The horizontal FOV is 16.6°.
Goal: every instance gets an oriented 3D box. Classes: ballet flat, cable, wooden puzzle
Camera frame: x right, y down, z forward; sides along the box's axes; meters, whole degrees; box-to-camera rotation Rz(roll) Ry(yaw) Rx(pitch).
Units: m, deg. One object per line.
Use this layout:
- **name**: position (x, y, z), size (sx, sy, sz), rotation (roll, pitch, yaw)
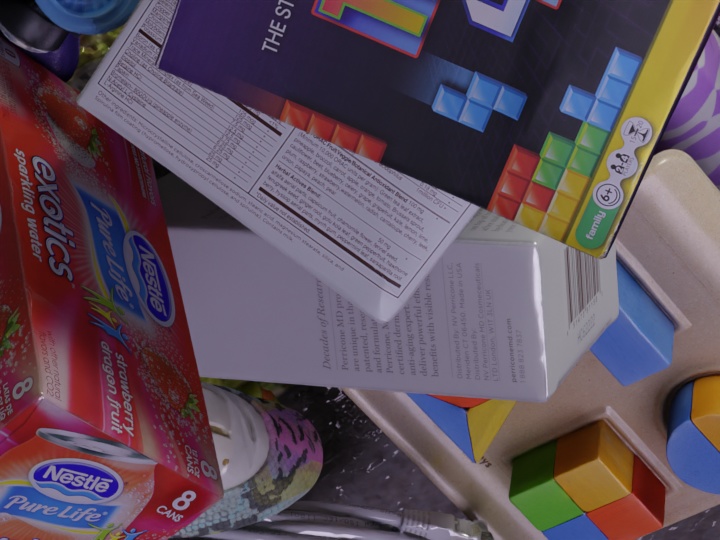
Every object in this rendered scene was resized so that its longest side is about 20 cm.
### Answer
- **ballet flat**: position (-0.102, 0.077, 1.053), size (0.199, 0.069, 0.071), rotation (-5, 143, -22)
- **cable**: position (-0.047, 0.151, 1.206), size (0.199, 0.070, 0.200), rotation (6, 170, -12)
- **wooden puzzle**: position (0.111, 0.058, 1.130), size (0.199, 0.046, 0.185), rotation (-30, 119, 26)

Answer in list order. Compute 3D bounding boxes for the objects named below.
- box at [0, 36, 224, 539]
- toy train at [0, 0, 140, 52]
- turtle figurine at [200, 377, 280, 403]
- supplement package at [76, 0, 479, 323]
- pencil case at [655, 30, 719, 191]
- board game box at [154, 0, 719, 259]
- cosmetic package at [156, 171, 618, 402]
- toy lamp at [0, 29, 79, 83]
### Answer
- **box**: position (-0.132, 0.018, 0.955), size (0.095, 0.201, 0.100), rotation (-36, 134, 21)
- **toy train**: position (-0.100, -0.179, 0.927), size (0.114, 0.087, 0.200), rotation (32, 111, -9)
- **turtle figurine**: position (-0.106, 0.075, 1.200), size (0.160, 0.065, 0.200), rotation (2, 145, -14)
- **supplement package**: position (0.026, -0.128, 0.932), size (0.147, 0.191, 0.200), rotation (35, 119, -4)
- **pencil case**: position (0.135, -0.095, 1.125), size (0.200, 0.084, 0.086), rotation (38, 73, -45)
- **board game box**: position (0.044, -0.126, 0.790), size (0.164, 0.057, 0.201), rotation (22, 116, 0)
- **cosmetic package**: position (0.000, 0.000, 1.049), size (0.199, 0.101, 0.072), rotation (4, 111, 24)
- **toy lamp**: position (-0.162, -0.053, 1.061), size (0.058, 0.058, 0.201), rotation (3, 131, -25)
